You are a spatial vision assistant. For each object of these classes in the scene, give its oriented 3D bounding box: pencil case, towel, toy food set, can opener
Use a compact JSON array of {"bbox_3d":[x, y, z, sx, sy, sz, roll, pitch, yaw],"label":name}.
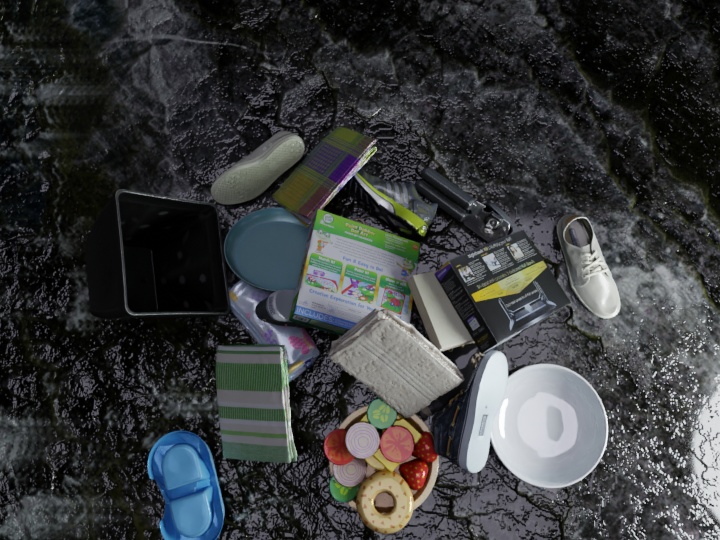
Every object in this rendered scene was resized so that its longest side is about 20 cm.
[{"bbox_3d":[-0.159,0.103,1.138,0.090,0.083,0.201,-31,77,-29],"label":"pencil case"},{"bbox_3d":[-0.183,0.228,1.101,0.151,0.023,0.203,-3,95,25],"label":"towel"},{"bbox_3d":[0.036,0.329,1.104,0.198,0.049,0.200,40,84,9],"label":"toy food set"},{"bbox_3d":[-0.069,-0.179,1.185,0.200,0.023,0.143,-50,43,-7],"label":"towel"},{"bbox_3d":[0.056,0.151,1.033,0.132,0.035,0.200,-38,113,25],"label":"towel"},{"bbox_3d":[0.195,-0.122,1.189,0.199,0.067,0.054,38,122,14],"label":"can opener"}]

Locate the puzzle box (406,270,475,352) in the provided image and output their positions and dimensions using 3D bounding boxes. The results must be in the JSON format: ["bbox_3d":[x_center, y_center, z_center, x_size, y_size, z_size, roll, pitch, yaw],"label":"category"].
[{"bbox_3d":[0.187,0.058,1.103,0.198,0.025,0.134,-9,68,-30],"label":"puzzle box"}]

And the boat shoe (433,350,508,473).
[{"bbox_3d":[0.178,0.225,1.067,0.070,0.090,0.203,19,85,-37],"label":"boat shoe"}]

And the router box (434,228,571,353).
[{"bbox_3d":[0.246,0.031,1.098,0.199,0.052,0.158,-20,74,-33],"label":"router box"}]

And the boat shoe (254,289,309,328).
[{"bbox_3d":[-0.097,0.067,1.108,0.056,0.199,0.069,-18,71,36],"label":"boat shoe"}]

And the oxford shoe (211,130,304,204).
[{"bbox_3d":[-0.194,-0.194,1.206,0.199,0.075,0.058,-35,41,4],"label":"oxford shoe"}]

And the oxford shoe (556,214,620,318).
[{"bbox_3d":[0.409,-0.010,1.147,0.074,0.058,0.202,-18,81,-3],"label":"oxford shoe"}]

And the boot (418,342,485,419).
[{"bbox_3d":[0.134,0.141,1.122,0.149,0.073,0.202,-22,82,-1],"label":"boot"}]

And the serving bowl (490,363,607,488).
[{"bbox_3d":[0.314,0.263,1.094,0.197,0.066,0.203,-1,79,3],"label":"serving bowl"}]

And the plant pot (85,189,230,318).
[{"bbox_3d":[-0.366,-0.005,1.105,0.176,0.199,0.202,-18,76,39],"label":"plant pot"}]

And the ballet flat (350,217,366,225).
[{"bbox_3d":[0.000,0.000,1.157,0.068,0.071,0.203,-7,79,-2],"label":"ballet flat"}]

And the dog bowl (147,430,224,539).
[{"bbox_3d":[-0.297,0.379,1.110,0.110,0.050,0.202,-17,79,0],"label":"dog bowl"}]

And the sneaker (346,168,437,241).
[{"bbox_3d":[0.056,-0.139,1.190,0.199,0.074,0.081,39,69,6],"label":"sneaker"}]

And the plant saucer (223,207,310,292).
[{"bbox_3d":[-0.145,-0.034,1.153,0.198,0.028,0.202,5,49,-6],"label":"plant saucer"}]

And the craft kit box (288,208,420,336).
[{"bbox_3d":[-0.005,0.016,1.079,0.198,0.049,0.200,18,64,-13],"label":"craft kit box"}]
